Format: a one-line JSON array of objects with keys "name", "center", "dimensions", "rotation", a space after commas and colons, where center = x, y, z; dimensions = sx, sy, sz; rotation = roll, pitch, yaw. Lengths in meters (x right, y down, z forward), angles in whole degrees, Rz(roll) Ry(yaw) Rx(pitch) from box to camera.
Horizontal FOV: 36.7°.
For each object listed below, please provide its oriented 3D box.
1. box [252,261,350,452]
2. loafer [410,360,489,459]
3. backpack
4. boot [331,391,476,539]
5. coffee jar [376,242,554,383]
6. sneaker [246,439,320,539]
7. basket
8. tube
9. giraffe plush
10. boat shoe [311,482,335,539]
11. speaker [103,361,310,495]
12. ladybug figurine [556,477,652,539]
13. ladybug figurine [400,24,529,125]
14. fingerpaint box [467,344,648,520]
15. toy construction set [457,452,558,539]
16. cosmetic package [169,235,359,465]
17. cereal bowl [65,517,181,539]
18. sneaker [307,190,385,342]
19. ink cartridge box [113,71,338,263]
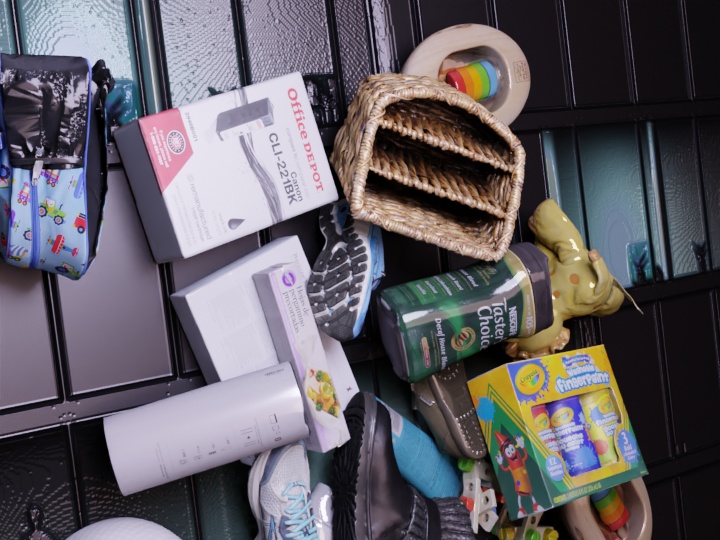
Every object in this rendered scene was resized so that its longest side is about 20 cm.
[{"name": "box", "center": [-0.062, 0.093, 1.152], "dimensions": [0.038, 0.041, 0.203], "rotation": [-22, 99, -32]}, {"name": "loafer", "center": [0.087, 0.133, 1.288], "dimensions": [0.075, 0.067, 0.203], "rotation": [-8, 74, -47]}, {"name": "backpack", "center": [-0.302, -0.093, 0.991], "dimensions": [0.132, 0.182, 0.204], "rotation": [-3, 101, -24]}, {"name": "boot", "center": [0.051, 0.244, 1.194], "dimensions": [0.155, 0.079, 0.216], "rotation": [6, 82, -25]}, {"name": "coffee jar", "center": [0.122, 0.044, 1.212], "dimensions": [0.197, 0.085, 0.106], "rotation": [-20, 121, -14]}, {"name": "sneaker", "center": [-0.069, 0.271, 1.145], "dimensions": [0.077, 0.086, 0.204], "rotation": [-9, 111, -41]}, {"name": "basket", "center": [0.084, -0.120, 1.185], "dimensions": [0.197, 0.150, 0.144], "rotation": [18, 112, -21]}, {"name": "tube", "center": [0.061, 0.217, 1.285], "dimensions": [0.200, 0.050, 0.078], "rotation": [42, 64, -30]}, {"name": "giraffe plush", "center": [0.233, 0.038, 1.353], "dimensions": [0.161, 0.201, 0.173], "rotation": [-38, 125, 7]}, {"name": "boat shoe", "center": [0.017, 0.303, 1.243], "dimensions": [0.198, 0.072, 0.069], "rotation": [29, 74, -19]}, {"name": "speaker", "center": [-0.154, 0.157, 1.085], "dimensions": [0.197, 0.081, 0.083], "rotation": [-17, 97, -9]}, {"name": "ladybug figurine", "center": [0.309, 0.302, 1.424], "dimensions": [0.135, 0.071, 0.202], "rotation": [-36, 107, -29]}, {"name": "ladybug figurine", "center": [0.121, -0.224, 1.314], "dimensions": [0.197, 0.072, 0.138], "rotation": [-15, 97, -32]}, {"name": "fingerpaint box", "center": [0.239, 0.188, 1.297], "dimensions": [0.198, 0.073, 0.170], "rotation": [-4, 71, -43]}, {"name": "toy construction set", "center": [0.171, 0.277, 1.321], "dimensions": [0.199, 0.091, 0.133], "rotation": [30, 75, -49]}, {"name": "cosmetic package", "center": [-0.099, 0.086, 1.181], "dimensions": [0.149, 0.051, 0.203], "rotation": [-28, 103, -29]}, {"name": "cereal bowl", "center": [-0.229, 0.352, 1.068], "dimensions": [0.197, 0.083, 0.204], "rotation": [1, 89, -33]}, {"name": "sneaker", "center": [0.000, 0.000, 1.202], "dimensions": [0.090, 0.077, 0.202], "rotation": [49, 34, -36]}, {"name": "ink cartridge box", "center": [-0.138, -0.110, 1.144], "dimensions": [0.198, 0.083, 0.147], "rotation": [-23, 100, -32]}]
